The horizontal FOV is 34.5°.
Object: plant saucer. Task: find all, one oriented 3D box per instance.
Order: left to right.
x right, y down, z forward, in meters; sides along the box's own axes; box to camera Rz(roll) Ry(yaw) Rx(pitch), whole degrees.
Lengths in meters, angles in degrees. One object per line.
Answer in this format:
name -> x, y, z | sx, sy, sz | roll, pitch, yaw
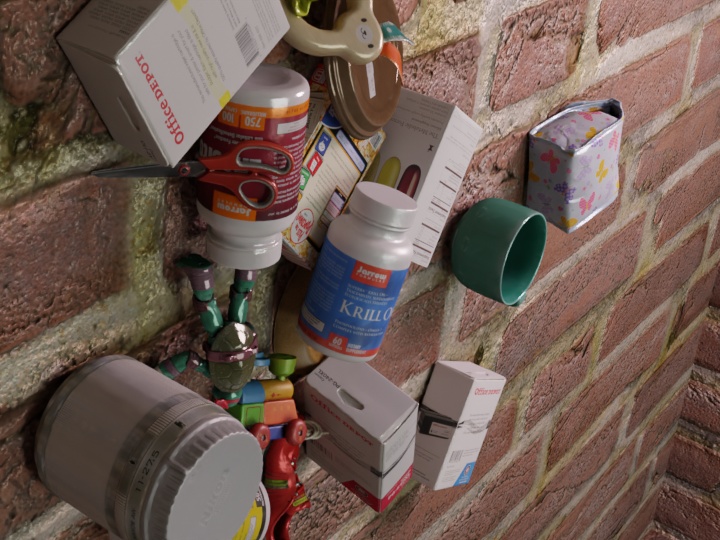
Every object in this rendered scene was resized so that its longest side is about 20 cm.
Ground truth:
plant saucer -> -0.042, 0.054, 1.555 | 0.200, 0.035, 0.203 | -39, 141, -41
plant saucer -> 0.008, -0.256, 1.365 | 0.199, 0.029, 0.204 | 2, 90, -67

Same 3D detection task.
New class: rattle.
rattle -> 0.003, -0.283, 1.219 | 0.142, 0.199, 0.131 | -36, -157, 48

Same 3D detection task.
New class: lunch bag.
lunch bag -> 0.380, -0.190, 2.013 | 0.199, 0.126, 0.172 | -32, 134, -33

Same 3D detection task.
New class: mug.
mug -> 0.209, -0.022, 1.845 | 0.151, 0.113, 0.188 | -24, 130, -52

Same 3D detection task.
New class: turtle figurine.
turtle figurine -> -0.160, 0.080, 1.317 | 0.149, 0.099, 0.204 | -22, 122, -52

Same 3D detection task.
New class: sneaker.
sneaker -> -0.099, 0.288, 1.569 | 0.077, 0.084, 0.203 | -6, 115, -58

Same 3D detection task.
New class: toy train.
toy train -> -0.101, 0.158, 1.475 | 0.199, 0.084, 0.118 | 2, 95, -53

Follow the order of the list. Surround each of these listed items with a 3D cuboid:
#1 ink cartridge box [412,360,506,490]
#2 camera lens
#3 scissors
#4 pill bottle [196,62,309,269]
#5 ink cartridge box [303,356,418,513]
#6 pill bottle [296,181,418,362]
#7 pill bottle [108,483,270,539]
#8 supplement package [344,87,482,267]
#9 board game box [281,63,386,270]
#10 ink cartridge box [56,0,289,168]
ink cartridge box -> 0.158, 0.261, 1.986 | 0.144, 0.083, 0.203 | 9, 103, -61
camera lens -> -0.218, 0.190, 1.179 | 0.160, 0.198, 0.162 | -38, 140, -41
scissors -> -0.162, -0.107, 1.147 | 0.197, 0.014, 0.074 | 11, 114, -23
pill bottle -> -0.117, -0.110, 1.233 | 0.112, 0.112, 0.203 | -26, 131, -50
ink cartridge box -> 0.000, 0.218, 1.586 | 0.083, 0.144, 0.202 | -41, 153, -28
pill bottle -> 0.000, 0.000, 1.420 | 0.112, 0.111, 0.203 | -13, 127, -56
pill bottle -> -0.202, 0.292, 1.369 | 0.199, 0.110, 0.113 | 8, 103, -61
supplement package -> 0.062, -0.123, 1.525 | 0.109, 0.112, 0.203 | 20, 91, -63
board game box -> -0.054, -0.122, 1.400 | 0.202, 0.046, 0.152 | -61, 151, -12
ink cartridge box -> -0.171, -0.224, 1.093 | 0.201, 0.083, 0.146 | -54, 148, -23
